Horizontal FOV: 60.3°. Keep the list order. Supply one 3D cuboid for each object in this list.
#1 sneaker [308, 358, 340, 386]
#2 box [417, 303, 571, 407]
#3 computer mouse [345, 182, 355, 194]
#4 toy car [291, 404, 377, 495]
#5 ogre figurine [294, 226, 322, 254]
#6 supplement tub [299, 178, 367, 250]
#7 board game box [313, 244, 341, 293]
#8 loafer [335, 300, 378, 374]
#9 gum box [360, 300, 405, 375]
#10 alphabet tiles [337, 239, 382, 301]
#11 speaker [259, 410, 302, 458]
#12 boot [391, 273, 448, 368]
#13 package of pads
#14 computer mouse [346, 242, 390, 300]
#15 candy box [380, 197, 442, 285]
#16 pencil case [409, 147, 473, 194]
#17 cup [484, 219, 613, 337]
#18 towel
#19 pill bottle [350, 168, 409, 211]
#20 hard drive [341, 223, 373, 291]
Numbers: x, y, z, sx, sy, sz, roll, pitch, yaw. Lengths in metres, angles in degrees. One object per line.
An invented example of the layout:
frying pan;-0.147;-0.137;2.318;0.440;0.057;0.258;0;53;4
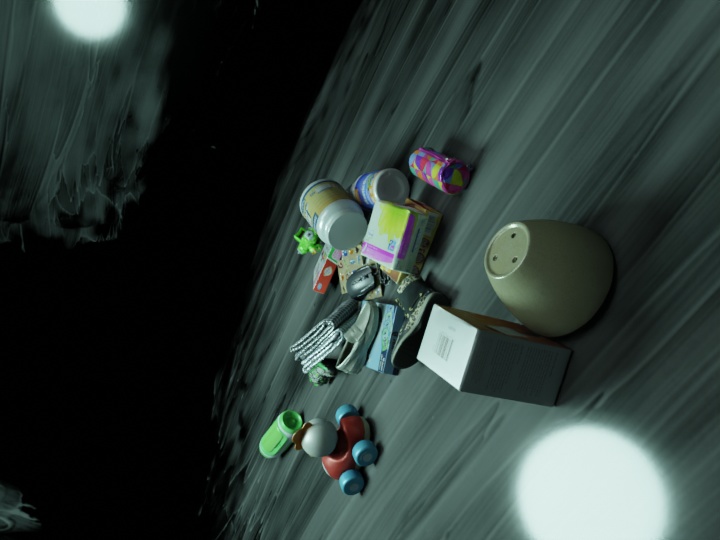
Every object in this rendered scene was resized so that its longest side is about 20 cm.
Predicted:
sneaker;-0.104;0.304;1.850;0.200;0.078;0.086;157;117;-71
box;0.227;0.144;1.068;0.152;0.199;0.107;29;104;64
computer mouse;-0.041;-0.206;1.920;0.200;0.053;0.138;-51;26;-1
toy car;-0.089;0.443;1.575;0.178;0.199;0.184;-67;26;17
ogre figurine;-0.155;-0.117;2.096;0.120;0.098;0.200;-41;13;-29
supplement tub;-0.077;-0.160;1.780;0.200;0.144;0.145;51;124;47
board game box;-0.099;-0.046;2.010;0.153;0.040;0.201;-96;29;-64
loafer;-0.007;0.172;1.597;0.070;0.069;0.201;34;108;64
gum box;0.048;0.171;1.618;0.200;0.044;0.171;5;81;65
alphabet tiles;-0.007;0.005;1.784;0.200;0.008;0.168;-16;81;55
speaker;-0.261;0.537;2.028;0.200;0.088;0.089;-54;32;39
boot;0.119;0.116;1.467;0.204;0.073;0.154;-62;25;14
package of pads;0.080;-0.089;1.533;0.200;0.068;0.155;27;102;63
computer mouse;0.000;0.000;1.726;0.200;0.046;0.141;-31;70;53
candy box;0.126;-0.071;1.573;0.117;0.056;0.201;45;119;61
pencil case;0.189;-0.247;1.500;0.200;0.088;0.089;42;115;62
cup;0.294;-0.007;1.042;0.200;0.143;0.201;-43;33;37
towel;-0.092;0.177;1.743;0.200;0.086;0.166;-43;-1;30
pill bottle;0.046;-0.225;1.757;0.200;0.112;0.113;6;82;65
hard drive;0.003;-0.038;1.836;0.200;0.038;0.140;-43;40;48
